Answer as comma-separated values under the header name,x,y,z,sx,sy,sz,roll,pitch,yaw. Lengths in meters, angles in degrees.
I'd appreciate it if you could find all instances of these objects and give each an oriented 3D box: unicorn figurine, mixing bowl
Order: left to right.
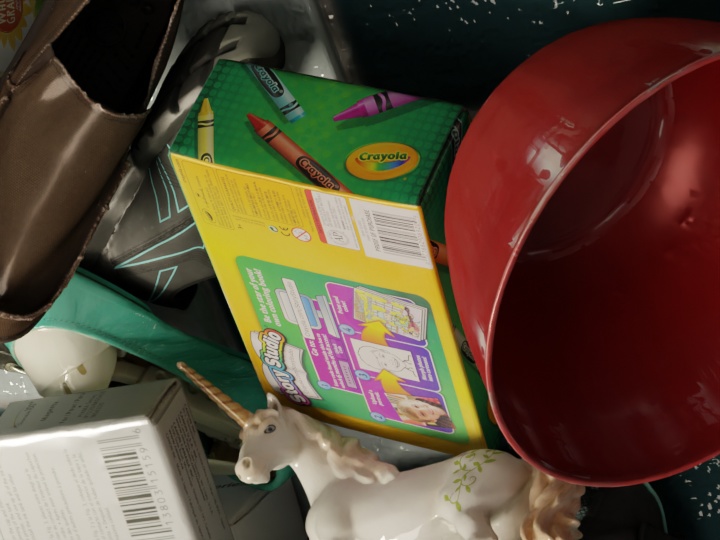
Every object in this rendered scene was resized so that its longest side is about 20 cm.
name,x,y,z,sx,sy,sz,roll,pitch,yaw
unicorn figurine,0.010,0.116,1.024,0.199,0.138,0.074,-2,142,13
mixing bowl,0.109,-0.025,0.914,0.108,0.199,0.201,47,145,46

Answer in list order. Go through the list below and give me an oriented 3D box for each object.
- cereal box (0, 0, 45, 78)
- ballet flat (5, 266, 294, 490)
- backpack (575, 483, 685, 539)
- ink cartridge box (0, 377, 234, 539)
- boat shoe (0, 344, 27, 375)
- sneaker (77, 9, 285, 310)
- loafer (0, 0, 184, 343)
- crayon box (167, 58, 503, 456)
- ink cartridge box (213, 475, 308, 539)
name,x,y,z,sx,sy,sz,roll,pitch,yaw
cereal box,-0.209,-0.074,1.016,0.039,0.200,0.145,7,103,28
ballet flat,-0.110,0.054,1.106,0.199,0.071,0.067,25,143,-17
backpack,0.054,0.193,1.098,0.199,0.153,0.176,2,127,37
ink cartridge box,-0.142,0.158,1.099,0.173,0.044,0.201,-8,113,20
boat shoe,-0.212,0.020,1.190,0.199,0.071,0.064,16,126,19
sneaker,-0.076,-0.049,1.076,0.079,0.076,0.200,32,139,-11
loafer,-0.134,-0.065,1.005,0.073,0.201,0.071,23,168,-19
crayon box,0.000,0.000,1.014,0.118,0.058,0.200,13,147,22
ink cartridge box,-0.090,0.217,1.188,0.144,0.084,0.201,-10,102,22
